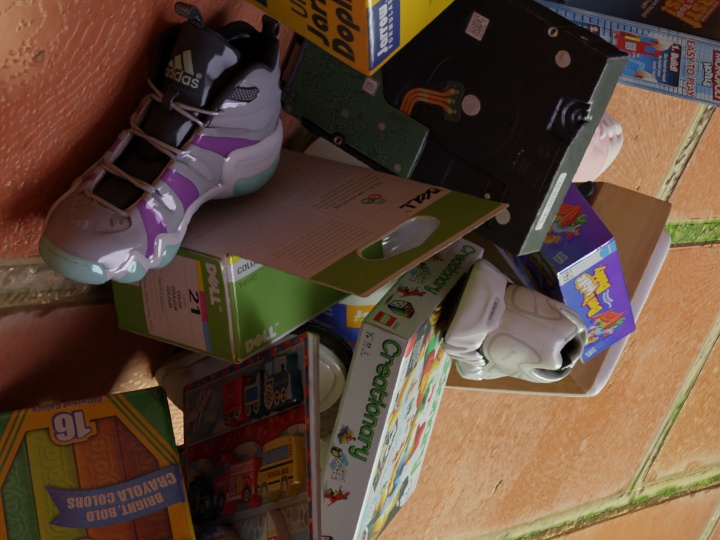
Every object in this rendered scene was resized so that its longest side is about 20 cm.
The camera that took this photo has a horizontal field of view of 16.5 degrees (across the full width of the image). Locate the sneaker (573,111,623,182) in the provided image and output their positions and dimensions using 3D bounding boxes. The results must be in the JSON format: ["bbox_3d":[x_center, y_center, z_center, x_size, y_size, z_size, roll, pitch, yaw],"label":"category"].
[{"bbox_3d":[0.146,-0.110,1.862,0.105,0.075,0.200,-47,157,-24],"label":"sneaker"}]

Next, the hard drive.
[{"bbox_3d":[0.052,-0.117,1.527,0.038,0.200,0.140,-14,131,-59],"label":"hard drive"}]

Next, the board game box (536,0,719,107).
[{"bbox_3d":[0.192,-0.195,1.668,0.200,0.200,0.062,-47,152,-31],"label":"board game box"}]

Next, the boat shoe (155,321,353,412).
[{"bbox_3d":[-0.059,0.054,1.585,0.060,0.074,0.200,-51,-165,-28],"label":"boat shoe"}]

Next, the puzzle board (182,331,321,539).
[{"bbox_3d":[-0.071,0.128,1.500,0.017,0.151,0.200,5,166,-24],"label":"puzzle board"}]

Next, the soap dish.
[{"bbox_3d":[0.114,0.009,1.791,0.081,0.200,0.157,40,66,-32],"label":"soap dish"}]

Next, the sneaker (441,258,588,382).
[{"bbox_3d":[0.104,0.043,1.589,0.200,0.081,0.075,21,89,-80],"label":"sneaker"}]

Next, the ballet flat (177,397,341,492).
[{"bbox_3d":[-0.048,0.128,1.640,0.200,0.067,0.068,-22,156,-16],"label":"ballet flat"}]

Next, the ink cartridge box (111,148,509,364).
[{"bbox_3d":[-0.031,-0.003,1.497,0.148,0.200,0.076,-31,126,-44],"label":"ink cartridge box"}]

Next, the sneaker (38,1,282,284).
[{"bbox_3d":[-0.111,-0.087,1.423,0.200,0.078,0.140,-44,152,-46],"label":"sneaker"}]

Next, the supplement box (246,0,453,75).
[{"bbox_3d":[0.028,-0.230,1.454,0.200,0.109,0.109,-44,152,-26],"label":"supplement box"}]

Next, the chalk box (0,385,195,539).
[{"bbox_3d":[-0.157,0.190,1.476,0.124,0.200,0.124,-9,140,-9],"label":"chalk box"}]

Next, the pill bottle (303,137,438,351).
[{"bbox_3d":[0.000,0.000,1.677,0.112,0.112,0.200,-43,152,-28],"label":"pill bottle"}]

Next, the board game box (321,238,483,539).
[{"bbox_3d":[0.019,0.088,1.568,0.126,0.035,0.200,-48,158,-53],"label":"board game box"}]

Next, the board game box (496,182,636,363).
[{"bbox_3d":[0.104,-0.050,1.659,0.045,0.200,0.135,-32,150,-5],"label":"board game box"}]
